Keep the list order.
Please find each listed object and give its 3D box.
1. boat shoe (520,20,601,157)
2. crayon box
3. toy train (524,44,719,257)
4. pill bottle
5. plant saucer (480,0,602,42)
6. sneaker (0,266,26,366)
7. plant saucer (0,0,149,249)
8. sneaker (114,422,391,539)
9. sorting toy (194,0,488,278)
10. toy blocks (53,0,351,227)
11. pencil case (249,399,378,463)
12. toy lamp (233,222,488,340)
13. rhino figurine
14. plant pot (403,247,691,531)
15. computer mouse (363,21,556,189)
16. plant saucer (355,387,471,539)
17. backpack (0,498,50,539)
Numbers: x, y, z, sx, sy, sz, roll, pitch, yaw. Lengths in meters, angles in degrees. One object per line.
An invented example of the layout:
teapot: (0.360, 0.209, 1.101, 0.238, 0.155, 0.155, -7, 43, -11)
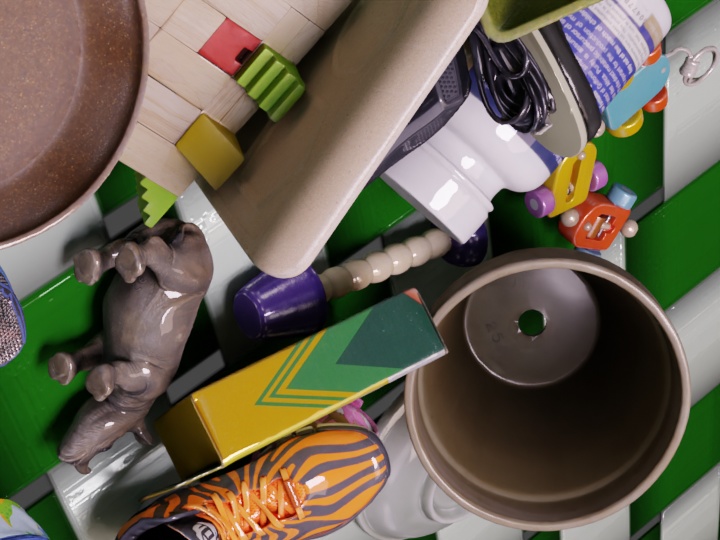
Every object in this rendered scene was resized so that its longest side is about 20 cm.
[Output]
boat shoe: (0.091, -0.164, 0.954, 0.063, 0.203, 0.074, -30, 177, -25)
crayon box: (-0.055, 0.083, 1.041, 0.199, 0.051, 0.127, -26, 177, -23)
toy train: (0.186, -0.099, 1.223, 0.149, 0.056, 0.201, -1, 125, -48)
pill bottle: (0.097, -0.123, 1.046, 0.200, 0.120, 0.120, -50, 144, 0)
plant saucer: (0.131, -0.251, 0.875, 0.198, 0.202, 0.048, -21, 175, 14)
sneaker: (-0.234, 0.003, 0.836, 0.075, 0.078, 0.200, -44, 144, -6)
plant saucer: (-0.198, -0.108, 0.753, 0.199, 0.037, 0.203, -2, 95, -29)
sneaker: (-0.075, 0.168, 1.069, 0.198, 0.078, 0.112, -25, -177, 11)
sorting toy: (-0.020, -0.103, 0.871, 0.036, 0.200, 0.186, 31, 98, -31)
toy blocks: (-0.104, -0.136, 0.846, 0.136, 0.100, 0.200, 32, 111, -35)
pencil case: (-0.061, 0.176, 1.173, 0.082, 0.087, 0.201, 23, 107, -20)
toy lamp: (0.000, 0.000, 1.107, 0.199, 0.058, 0.059, -22, 136, -37)
rhino figurine: (-0.144, 0.052, 0.993, 0.087, 0.060, 0.201, -20, 139, -50)
plant pot: (0.132, 0.062, 1.178, 0.201, 0.199, 0.174, -63, -174, 17)
computer mouse: (0.018, -0.106, 0.963, 0.199, 0.139, 0.053, -32, 176, 30)
plant saucer: (0.081, 0.155, 1.335, 0.199, 0.050, 0.201, -28, 139, -27)
backpack: (-0.245, 0.229, 0.989, 0.162, 0.154, 0.200, -23, 158, -29)
